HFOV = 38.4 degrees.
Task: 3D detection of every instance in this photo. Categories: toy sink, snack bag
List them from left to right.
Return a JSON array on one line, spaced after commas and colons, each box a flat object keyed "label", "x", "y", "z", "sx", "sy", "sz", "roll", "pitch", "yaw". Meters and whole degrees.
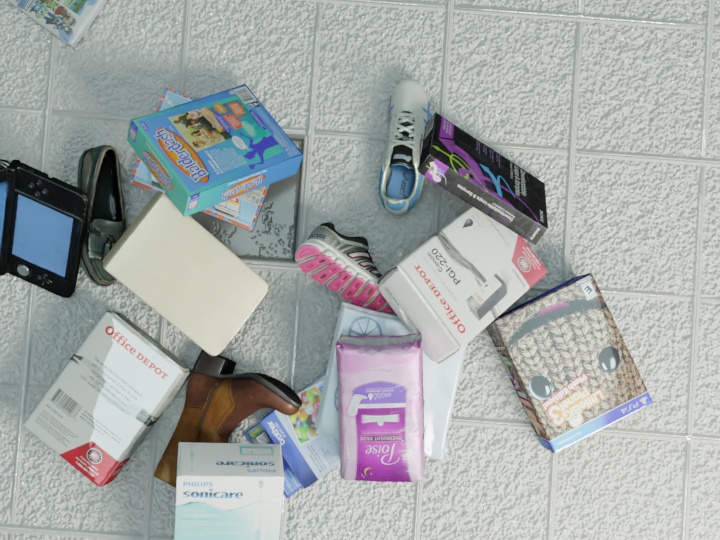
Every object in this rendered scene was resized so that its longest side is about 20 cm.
[{"label": "toy sink", "x": -0.246, "y": 0.003, "z": 1.456, "sx": 0.199, "sy": 0.112, "sz": 0.131, "roll": 40, "pitch": 85, "yaw": -15}, {"label": "snack bag", "x": 0.047, "y": 0.158, "z": 1.468, "sx": 0.196, "sy": 0.021, "sz": 0.192, "roll": 12, "pitch": 90, "yaw": -4}]

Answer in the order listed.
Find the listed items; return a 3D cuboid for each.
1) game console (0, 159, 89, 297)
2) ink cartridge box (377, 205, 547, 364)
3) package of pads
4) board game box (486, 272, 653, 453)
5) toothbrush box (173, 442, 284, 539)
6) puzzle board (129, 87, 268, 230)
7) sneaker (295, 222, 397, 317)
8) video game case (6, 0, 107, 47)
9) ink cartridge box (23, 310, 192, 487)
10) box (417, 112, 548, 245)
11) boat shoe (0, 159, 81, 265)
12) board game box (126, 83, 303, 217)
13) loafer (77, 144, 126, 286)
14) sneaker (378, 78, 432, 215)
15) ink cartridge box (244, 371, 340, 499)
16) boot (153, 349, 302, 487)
[{"label": "game console", "x": -0.483, "y": -0.036, "z": 1.419, "sx": 0.173, "sy": 0.117, "sz": 0.202, "roll": 24, "pitch": 130, "yaw": 0}, {"label": "ink cartridge box", "x": 0.142, "y": 0.011, "z": 1.447, "sx": 0.199, "sy": 0.085, "sz": 0.146, "roll": -37, "pitch": 87, "yaw": -27}, {"label": "package of pads", "x": 0.028, "y": 0.185, "z": 1.405, "sx": 0.118, "sy": 0.076, "sz": 0.204, "roll": -1, "pitch": 104, "yaw": 4}, {"label": "board game box", "x": 0.293, "y": 0.130, "z": 1.472, "sx": 0.157, "sy": 0.097, "sz": 0.203, "roll": -26, "pitch": 87, "yaw": -2}, {"label": "toothbrush box", "x": -0.184, "y": 0.344, "z": 1.416, "sx": 0.143, "sy": 0.086, "sz": 0.204, "roll": 2, "pitch": 113, "yaw": -9}, {"label": "puzzle board", "x": -0.225, "y": -0.165, "z": 1.526, "sx": 0.197, "sy": 0.017, "sz": 0.153, "roll": 21, "pitch": 87, "yaw": 1}, {"label": "sneaker", "x": 0.000, "y": 0.000, "z": 1.488, "sx": 0.198, "sy": 0.074, "sz": 0.088, "roll": 35, "pitch": 44, "yaw": -16}, {"label": "video game case", "x": -0.445, "y": -0.466, "z": 1.540, "sx": 0.181, "sy": 0.022, "sz": 0.202, "roll": 34, "pitch": 86, "yaw": 2}, {"label": "ink cartridge box", "x": -0.356, "y": 0.179, "z": 1.472, "sx": 0.143, "sy": 0.084, "sz": 0.201, "roll": 37, "pitch": 88, "yaw": 3}, {"label": "box", "x": 0.175, "y": -0.131, "z": 1.450, "sx": 0.198, "sy": 0.144, "sz": 0.036, "roll": 32, "pitch": 120, "yaw": -12}, {"label": "boat shoe", "x": -0.471, "y": -0.082, "z": 1.496, "sx": 0.200, "sy": 0.064, "sz": 0.071, "roll": 42, "pitch": 87, "yaw": 2}, {"label": "board game box", "x": -0.202, "y": -0.172, "z": 1.442, "sx": 0.198, "sy": 0.045, "sz": 0.153, "roll": -24, "pitch": 65, "yaw": -36}, {"label": "loafer", "x": -0.371, "y": -0.081, "z": 1.486, "sx": 0.071, "sy": 0.062, "sz": 0.204, "roll": -2, "pitch": 84, "yaw": -39}, {"label": "sneaker", "x": 0.067, "y": -0.181, "z": 1.502, "sx": 0.070, "sy": 0.072, "sz": 0.204, "roll": 6, "pitch": 85, "yaw": 2}, {"label": "ink cartridge box", "x": -0.059, "y": 0.227, "z": 1.494, "sx": 0.198, "sy": 0.042, "sz": 0.120, "roll": -35, "pitch": 87, "yaw": -1}, {"label": "boot", "x": -0.189, "y": 0.235, "z": 1.457, "sx": 0.185, "sy": 0.068, "sz": 0.203, "roll": 19, "pitch": 86, "yaw": 19}]
